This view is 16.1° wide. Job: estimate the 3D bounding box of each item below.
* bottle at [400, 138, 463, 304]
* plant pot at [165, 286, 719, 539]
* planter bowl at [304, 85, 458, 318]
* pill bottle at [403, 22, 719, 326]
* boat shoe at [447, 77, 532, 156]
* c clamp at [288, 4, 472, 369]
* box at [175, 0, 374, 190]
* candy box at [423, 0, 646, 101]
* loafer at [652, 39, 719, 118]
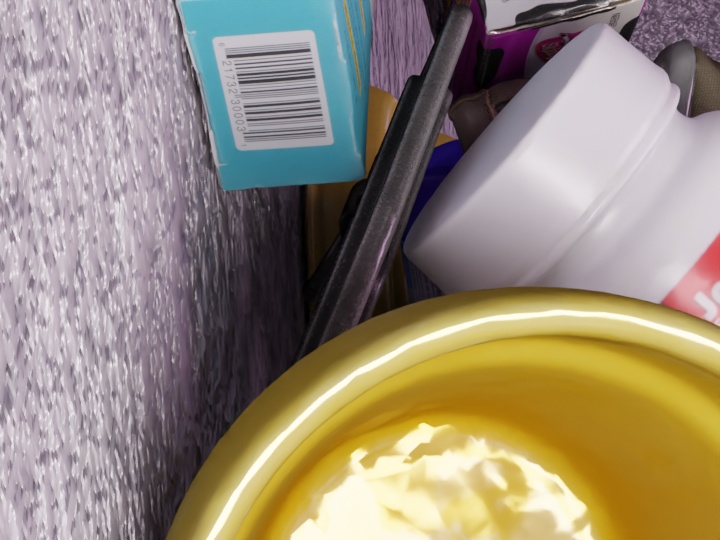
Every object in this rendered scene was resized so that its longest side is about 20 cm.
[{"bbox_3d":[0.061,0.050,0.985,0.084,0.065,0.201,-40,122,-65],"label":"bottle"},{"bbox_3d":[0.035,0.104,0.692,0.189,0.199,0.202,-174,-100,-81],"label":"plant pot"},{"bbox_3d":[0.031,0.010,1.083,0.200,0.083,0.202,-4,90,-84],"label":"planter bowl"},{"bbox_3d":[0.118,0.024,0.799,0.200,0.114,0.114,41,15,-6],"label":"pill bottle"},{"bbox_3d":[0.072,0.025,0.905,0.072,0.059,0.201,-89,171,-63],"label":"boat shoe"},{"bbox_3d":[0.000,0.000,0.852,0.200,0.027,0.171,-69,-175,-56],"label":"c clamp"},{"bbox_3d":[-0.023,-0.125,0.846,0.083,0.049,0.201,79,10,-45],"label":"box"},{"bbox_3d":[0.044,-0.162,0.928,0.136,0.061,0.201,98,-22,-77],"label":"candy box"},{"bbox_3d":[0.136,0.013,0.904,0.075,0.069,0.201,-88,170,-67],"label":"loafer"}]
